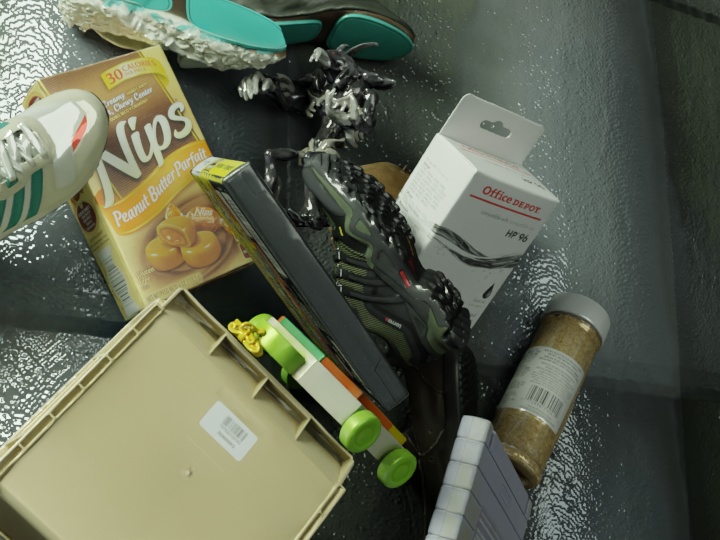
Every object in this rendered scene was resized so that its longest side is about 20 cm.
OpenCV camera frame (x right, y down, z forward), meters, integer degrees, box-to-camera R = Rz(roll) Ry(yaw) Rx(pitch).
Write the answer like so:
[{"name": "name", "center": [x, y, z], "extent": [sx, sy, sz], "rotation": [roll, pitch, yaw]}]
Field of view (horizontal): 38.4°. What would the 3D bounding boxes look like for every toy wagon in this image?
[{"name": "toy wagon", "center": [-0.034, 0.089, 0.814], "extent": [0.040, 0.155, 0.200], "rotation": [-45, 138, -7]}]

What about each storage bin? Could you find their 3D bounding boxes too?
[{"name": "storage bin", "center": [-0.139, 0.151, 0.745], "extent": [0.200, 0.094, 0.199], "rotation": [46, 57, -8]}]

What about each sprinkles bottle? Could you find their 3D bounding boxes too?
[{"name": "sprinkles bottle", "center": [0.180, 0.115, 1.014], "extent": [0.068, 0.068, 0.200], "rotation": [42, 58, -15]}]

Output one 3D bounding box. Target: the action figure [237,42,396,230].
[{"name": "action figure", "center": [-0.042, -0.134, 0.920], "extent": [0.102, 0.119, 0.200], "rotation": [42, 61, -56]}]

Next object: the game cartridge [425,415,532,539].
[{"name": "game cartridge", "center": [0.103, 0.224, 0.896], "extent": [0.130, 0.038, 0.200], "rotation": [-65, 150, -24]}]

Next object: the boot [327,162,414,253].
[{"name": "boot", "center": [0.053, -0.075, 0.992], "extent": [0.200, 0.074, 0.076], "rotation": [-15, 79, -31]}]

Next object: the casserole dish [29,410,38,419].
[{"name": "casserole dish", "center": [-0.174, 0.125, 0.814], "extent": [0.200, 0.039, 0.121], "rotation": [-40, 98, -32]}]

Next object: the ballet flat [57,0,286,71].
[{"name": "ballet flat", "center": [-0.164, -0.211, 0.891], "extent": [0.200, 0.072, 0.072], "rotation": [16, 69, -19]}]

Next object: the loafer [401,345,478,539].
[{"name": "loafer", "center": [0.069, 0.166, 0.943], "extent": [0.073, 0.071, 0.201], "rotation": [9, 81, -65]}]

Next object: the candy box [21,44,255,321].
[{"name": "candy box", "center": [-0.180, -0.073, 0.853], "extent": [0.115, 0.055, 0.200], "rotation": [-26, 92, -35]}]

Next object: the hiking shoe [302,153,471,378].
[{"name": "hiking shoe", "center": [0.000, 0.000, 0.854], "extent": [0.200, 0.101, 0.076], "rotation": [55, 24, 0]}]

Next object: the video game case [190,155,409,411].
[{"name": "video game case", "center": [-0.051, 0.002, 0.780], "extent": [0.025, 0.181, 0.200], "rotation": [-37, 105, -9]}]

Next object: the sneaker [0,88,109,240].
[{"name": "sneaker", "center": [-0.264, -0.064, 0.743], "extent": [0.200, 0.093, 0.070], "rotation": [-38, 93, -11]}]

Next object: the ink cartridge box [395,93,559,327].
[{"name": "ink cartridge box", "center": [0.093, -0.044, 0.923], "extent": [0.116, 0.200, 0.068], "rotation": [14, 27, -40]}]

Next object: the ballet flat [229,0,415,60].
[{"name": "ballet flat", "center": [-0.037, -0.247, 0.985], "extent": [0.200, 0.068, 0.069], "rotation": [-1, 69, -32]}]
